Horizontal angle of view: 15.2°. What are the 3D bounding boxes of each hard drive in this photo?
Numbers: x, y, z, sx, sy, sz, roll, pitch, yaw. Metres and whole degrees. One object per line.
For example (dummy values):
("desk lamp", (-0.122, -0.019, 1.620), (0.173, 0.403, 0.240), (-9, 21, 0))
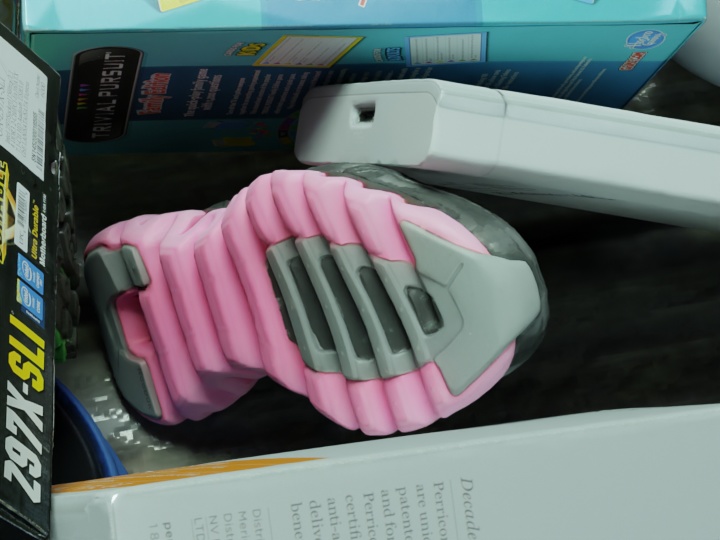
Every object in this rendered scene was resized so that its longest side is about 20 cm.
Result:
("hard drive", (0.094, -0.028, 0.804), (0.200, 0.132, 0.027), (9, 90, -18))

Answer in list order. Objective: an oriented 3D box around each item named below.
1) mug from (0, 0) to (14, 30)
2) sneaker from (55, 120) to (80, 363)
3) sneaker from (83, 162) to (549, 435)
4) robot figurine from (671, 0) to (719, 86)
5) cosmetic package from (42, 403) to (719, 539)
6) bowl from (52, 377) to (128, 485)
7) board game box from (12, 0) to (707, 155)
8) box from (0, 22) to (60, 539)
("mug", (-0.132, -0.173, 0.933), (0.149, 0.187, 0.153), (18, 75, -14))
("sneaker", (-0.141, -0.013, 0.816), (0.085, 0.078, 0.200), (-10, 13, -27))
("sneaker", (0.000, 0.000, 0.801), (0.095, 0.079, 0.200), (-18, 10, -33))
("robot figurine", (0.163, -0.143, 0.926), (0.150, 0.125, 0.200), (24, 42, 15))
("cosmetic package", (0.007, 0.080, 0.700), (0.200, 0.101, 0.071), (-5, 87, -32))
("bowl", (-0.160, 0.090, 0.789), (0.200, 0.039, 0.201), (-1, 48, 1))
("board game box", (-0.008, -0.077, 0.848), (0.200, 0.151, 0.047), (-1, 79, -9))
("box", (-0.165, 0.039, 0.705), (0.200, 0.049, 0.160), (-30, 44, 26))
